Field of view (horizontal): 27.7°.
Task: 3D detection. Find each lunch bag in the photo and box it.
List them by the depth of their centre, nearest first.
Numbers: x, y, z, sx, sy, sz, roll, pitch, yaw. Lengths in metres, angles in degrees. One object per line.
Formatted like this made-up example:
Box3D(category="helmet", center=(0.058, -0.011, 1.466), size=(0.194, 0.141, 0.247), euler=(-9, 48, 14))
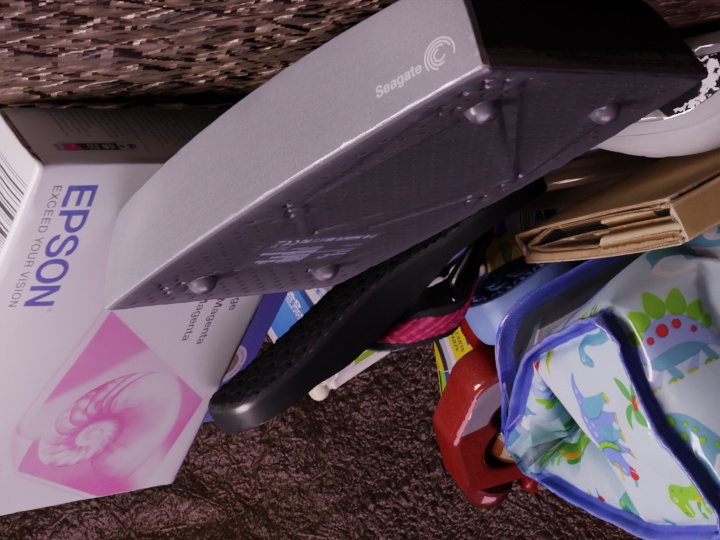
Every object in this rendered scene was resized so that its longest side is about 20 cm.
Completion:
Box3D(category="lunch bag", center=(0.162, 0.036, 0.670), size=(0.169, 0.128, 0.200), euler=(-28, 174, -14))

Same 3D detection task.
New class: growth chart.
Box3D(category="growth chart", center=(0.018, 0.036, 0.890), size=(0.144, 0.018, 0.200), euler=(-33, 173, -2))

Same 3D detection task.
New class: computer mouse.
Box3D(category="computer mouse", center=(0.108, -0.066, 0.636), size=(0.199, 0.044, 0.109), euler=(-11, 178, 44))

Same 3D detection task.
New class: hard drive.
Box3D(category="hard drive", center=(0.006, -0.040, 0.514), size=(0.134, 0.043, 0.200), euler=(-6, 163, -45))

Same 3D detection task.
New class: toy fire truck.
Box3D(category="toy fire truck", center=(0.132, 0.083, 0.911), size=(0.199, 0.112, 0.169), euler=(-13, 138, -30))

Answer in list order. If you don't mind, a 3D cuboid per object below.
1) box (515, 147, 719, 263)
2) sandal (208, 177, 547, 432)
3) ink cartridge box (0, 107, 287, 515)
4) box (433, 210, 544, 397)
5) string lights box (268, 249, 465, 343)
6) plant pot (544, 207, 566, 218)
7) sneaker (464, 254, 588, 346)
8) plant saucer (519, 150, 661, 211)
Box3D(category="box", center=(0.183, -0.057, 0.656), size=(0.199, 0.021, 0.163), euler=(-28, -176, -15))
Box3D(category="sandal", center=(0.015, 0.020, 0.685), size=(0.200, 0.045, 0.075), euler=(-40, -167, -22))
Box3D(category="ink cartridge box", center=(-0.091, 0.020, 0.631), size=(0.199, 0.043, 0.197), euler=(-5, 133, -43))
Box3D(category="box", center=(0.093, 0.032, 1.018), size=(0.070, 0.201, 0.064), euler=(-5, 177, -43))
Box3D(category="string lights box", center=(0.000, 0.000, 0.875), size=(0.102, 0.059, 0.200), euler=(-31, 172, -14))
Box3D(category="plant pot", center=(0.193, 0.006, 1.117), size=(0.195, 0.202, 0.200), euler=(4, 170, -39))
Box3D(category="sneaker", center=(0.126, 0.016, 0.773), size=(0.070, 0.078, 0.200), euler=(-22, -178, 39))
Box3D(category="plant saucer", center=(0.165, -0.064, 0.891), size=(0.199, 0.030, 0.200), euler=(-8, 177, 0))
